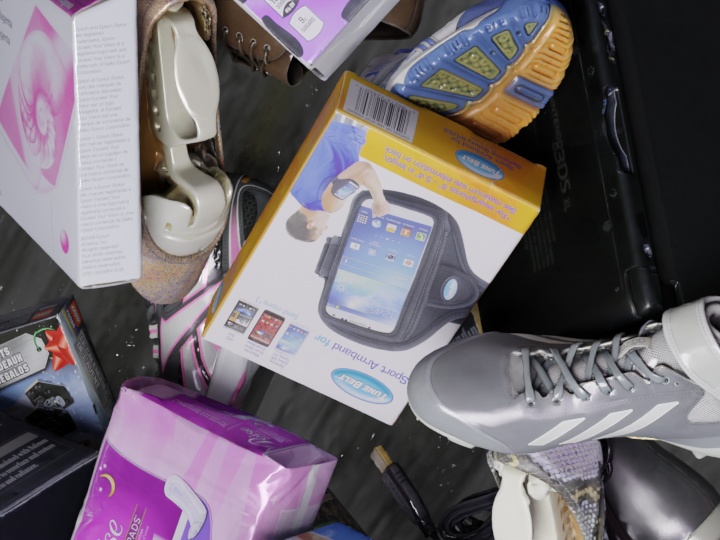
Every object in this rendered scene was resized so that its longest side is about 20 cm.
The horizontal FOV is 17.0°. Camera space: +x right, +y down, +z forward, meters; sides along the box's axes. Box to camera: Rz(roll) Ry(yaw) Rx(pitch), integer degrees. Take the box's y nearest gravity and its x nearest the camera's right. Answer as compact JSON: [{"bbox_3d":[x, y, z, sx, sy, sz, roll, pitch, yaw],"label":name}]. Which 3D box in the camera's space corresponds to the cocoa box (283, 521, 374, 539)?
[{"bbox_3d":[-0.017,0.254,1.259,0.133,0.131,0.202,24,103,23],"label":"cocoa box"}]

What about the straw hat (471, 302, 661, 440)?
[{"bbox_3d":[0.163,0.009,1.316,0.199,0.085,0.203,-5,74,17],"label":"straw hat"}]

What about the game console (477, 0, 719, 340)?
[{"bbox_3d":[0.150,-0.057,1.282,0.175,0.116,0.202,-26,65,42],"label":"game console"}]

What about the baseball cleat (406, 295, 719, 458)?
[{"bbox_3d":[0.126,0.045,1.188,0.198,0.070,0.107,2,144,-11],"label":"baseball cleat"}]

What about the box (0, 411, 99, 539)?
[{"bbox_3d":[-0.270,0.174,1.365,0.199,0.117,0.198,19,112,21],"label":"box"}]

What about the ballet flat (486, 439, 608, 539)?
[{"bbox_3d":[0.102,0.154,1.289,0.071,0.072,0.201,-7,126,11],"label":"ballet flat"}]

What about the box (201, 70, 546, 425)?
[{"bbox_3d":[0.000,0.000,1.270,0.118,0.042,0.201,25,127,-10],"label":"box"}]

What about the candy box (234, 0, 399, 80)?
[{"bbox_3d":[-0.038,-0.228,1.233,0.200,0.072,0.168,43,94,7],"label":"candy box"}]

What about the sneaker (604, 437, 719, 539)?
[{"bbox_3d":[0.114,0.165,1.401,0.106,0.075,0.200,47,110,4],"label":"sneaker"}]

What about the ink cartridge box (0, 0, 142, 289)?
[{"bbox_3d":[-0.167,-0.117,1.278,0.043,0.196,0.202,-9,113,-23],"label":"ink cartridge box"}]

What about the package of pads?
[{"bbox_3d":[-0.102,0.170,1.317,0.120,0.076,0.202,24,102,24],"label":"package of pads"}]

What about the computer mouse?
[{"bbox_3d":[0.051,0.060,1.370,0.140,0.046,0.201,-39,83,30],"label":"computer mouse"}]

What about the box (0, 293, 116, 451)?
[{"bbox_3d":[-0.240,0.108,1.444,0.198,0.040,0.138,-16,106,14],"label":"box"}]

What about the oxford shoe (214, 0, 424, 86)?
[{"bbox_3d":[-0.062,-0.141,1.298,0.198,0.073,0.085,-6,77,14],"label":"oxford shoe"}]

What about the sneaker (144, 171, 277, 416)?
[{"bbox_3d":[-0.090,0.031,1.386,0.086,0.080,0.201,26,104,12],"label":"sneaker"}]

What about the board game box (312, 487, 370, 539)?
[{"bbox_3d":[-0.046,0.233,1.395,0.159,0.097,0.200,-44,78,20],"label":"board game box"}]

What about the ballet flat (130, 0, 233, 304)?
[{"bbox_3d":[-0.099,-0.065,1.272,0.067,0.068,0.202,27,130,47],"label":"ballet flat"}]

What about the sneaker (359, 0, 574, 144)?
[{"bbox_3d":[0.032,-0.096,1.276,0.075,0.089,0.200,28,129,-29],"label":"sneaker"}]
